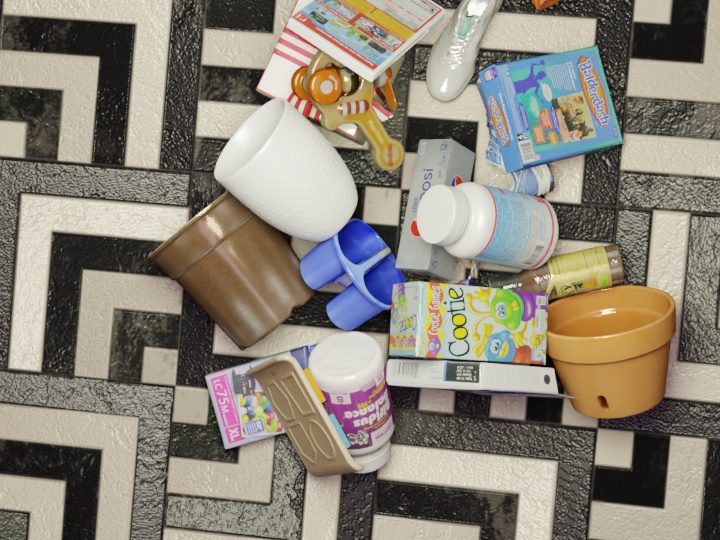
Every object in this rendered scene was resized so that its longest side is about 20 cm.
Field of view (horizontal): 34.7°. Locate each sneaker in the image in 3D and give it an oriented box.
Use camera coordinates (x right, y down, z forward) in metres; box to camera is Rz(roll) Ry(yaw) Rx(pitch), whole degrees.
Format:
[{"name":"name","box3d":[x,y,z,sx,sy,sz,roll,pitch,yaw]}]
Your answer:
[{"name":"sneaker","box3d":[0.153,-0.351,1.725,0.075,0.088,0.202,24,93,3]},{"name":"sneaker","box3d":[0.218,-0.197,1.726,0.076,0.076,0.202,-25,87,1]}]

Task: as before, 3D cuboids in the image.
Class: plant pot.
[{"name":"plant pot","box3d":[-0.178,-0.004,1.718,0.200,0.200,0.199,-39,95,5]},{"name":"plant pot","box3d":[0.363,0.122,1.668,0.198,0.200,0.142,-12,106,5]}]

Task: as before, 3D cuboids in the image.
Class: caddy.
[{"name":"caddy","box3d":[0.000,0.000,1.695,0.105,0.200,0.142,-35,90,20]}]

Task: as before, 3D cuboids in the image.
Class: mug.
[{"name":"mug","box3d":[-0.100,-0.137,1.641,0.175,0.200,0.148,41,94,-25]}]

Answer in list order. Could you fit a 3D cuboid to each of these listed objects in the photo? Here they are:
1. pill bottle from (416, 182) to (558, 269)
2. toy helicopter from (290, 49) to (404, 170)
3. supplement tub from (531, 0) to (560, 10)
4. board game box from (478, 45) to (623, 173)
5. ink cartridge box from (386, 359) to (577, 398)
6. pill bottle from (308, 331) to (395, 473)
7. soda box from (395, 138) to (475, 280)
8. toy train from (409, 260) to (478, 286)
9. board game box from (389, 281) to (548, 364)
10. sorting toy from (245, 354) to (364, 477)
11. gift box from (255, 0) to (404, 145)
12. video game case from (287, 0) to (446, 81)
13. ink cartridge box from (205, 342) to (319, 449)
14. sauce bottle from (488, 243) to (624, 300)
[{"name":"pill bottle","box3d":[0.181,-0.066,1.653,0.198,0.108,0.110,9,92,-37]},{"name":"toy helicopter","box3d":[0.006,-0.228,1.595,0.132,0.079,0.201,-41,115,-12]},{"name":"supplement tub","box3d":[0.253,-0.496,1.697,0.122,0.123,0.201,-30,88,5]},{"name":"board game box","box3d":[0.280,-0.237,1.685,0.198,0.045,0.154,-14,89,-29]},{"name":"ink cartridge box","box3d":[0.173,0.154,1.638,0.199,0.197,0.044,11,80,-38]},{"name":"pill bottle","box3d":[-0.008,0.199,1.699,0.111,0.113,0.202,-8,126,5]},{"name":"soda box","box3d":[0.112,-0.090,1.714,0.063,0.068,0.202,4,78,39]},{"name":"toy train","box3d":[0.122,0.033,1.745,0.114,0.085,0.202,6,84,22]},{"name":"board game box","box3d":[0.152,0.075,1.628,0.198,0.105,0.104,5,86,-20]},{"name":"sorting toy","box3d":[-0.079,0.212,1.681,0.036,0.185,0.201,-34,92,-24]},{"name":"gift box","box3d":[-0.024,-0.296,1.693,0.198,0.187,0.186,21,93,6]},{"name":"video game case","box3d":[0.012,-0.346,1.583,0.142,0.018,0.200,35,49,11]},{"name":"ink cartridge box","box3d":[-0.130,0.191,1.783,0.198,0.042,0.121,-16,89,4]},{"name":"sauce bottle","box3d":[0.292,0.011,1.729,0.198,0.065,0.065,-13,89,7]}]
